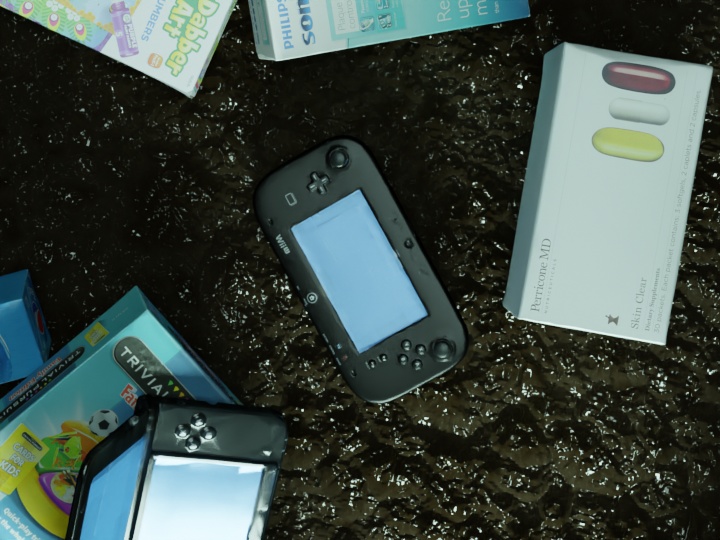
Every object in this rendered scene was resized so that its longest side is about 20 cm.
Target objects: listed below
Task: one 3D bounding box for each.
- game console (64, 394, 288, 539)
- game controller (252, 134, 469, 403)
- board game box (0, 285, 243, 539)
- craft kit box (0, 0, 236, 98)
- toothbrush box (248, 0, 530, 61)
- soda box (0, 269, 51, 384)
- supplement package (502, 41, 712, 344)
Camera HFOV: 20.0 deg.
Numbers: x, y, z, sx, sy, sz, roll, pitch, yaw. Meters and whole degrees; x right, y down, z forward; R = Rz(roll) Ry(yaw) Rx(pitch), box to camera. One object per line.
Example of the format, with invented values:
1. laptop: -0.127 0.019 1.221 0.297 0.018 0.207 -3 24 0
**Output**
1. game console: -0.143 0.206 1.496 0.174 0.117 0.201 7 111 -18
2. game controller: 0.000 0.000 1.569 0.104 0.042 0.201 -29 92 1
3. board game box: -0.195 0.133 1.540 0.200 0.047 0.151 -40 119 2
4. craft kit box: -0.176 -0.263 1.557 0.196 0.049 0.201 24 92 -4
5. toothbrush box: 0.012 -0.244 1.516 0.198 0.085 0.148 -10 98 -10
6. soda box: -0.339 0.063 1.549 0.198 0.068 0.065 -16 110 0
7. supplement package: 0.178 -0.058 1.511 0.110 0.156 0.202 9 93 0
